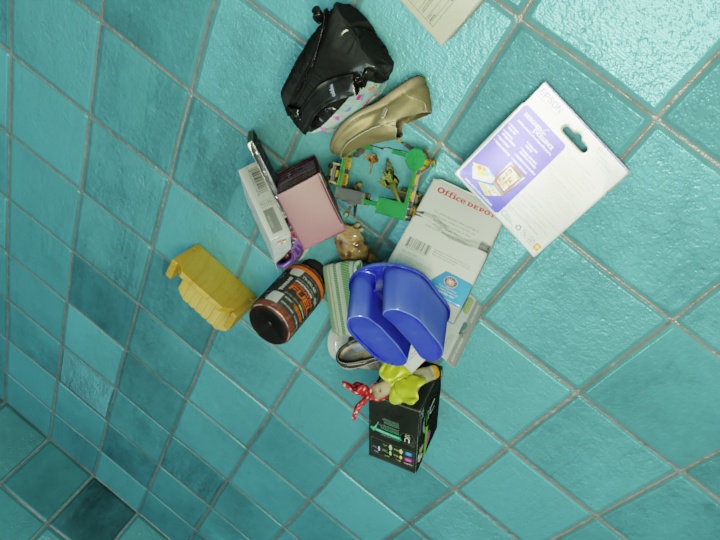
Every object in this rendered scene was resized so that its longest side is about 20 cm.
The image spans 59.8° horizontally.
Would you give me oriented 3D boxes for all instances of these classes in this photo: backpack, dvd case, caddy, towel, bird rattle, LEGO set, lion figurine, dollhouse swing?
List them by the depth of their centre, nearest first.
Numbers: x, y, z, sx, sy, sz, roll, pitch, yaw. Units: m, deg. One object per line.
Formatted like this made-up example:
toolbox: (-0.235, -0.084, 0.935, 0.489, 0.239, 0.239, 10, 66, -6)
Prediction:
caddy: (0.061, 0.065, 0.999, 0.139, 0.107, 0.200, -11, 139, 29)
backpack: (-0.041, -0.316, 1.049, 0.200, 0.125, 0.169, -43, 66, 39)
LEGO set: (0.048, -0.166, 1.145, 0.196, 0.115, 0.158, 8, 96, 22)
dvd case: (-0.177, -0.191, 1.206, 0.016, 0.200, 0.151, -26, 110, -1)
bird rattle: (0.069, 0.233, 1.236, 0.200, 0.161, 0.114, -45, 59, 43)
towel: (-0.029, 0.058, 1.261, 0.199, 0.023, 0.156, 170, 91, -70)
lion figurine: (0.000, 0.000, 1.294, 0.121, 0.072, 0.203, 27, 138, 30)
dollhouse swing: (-0.388, 0.076, 1.532, 0.199, 0.182, 0.176, 41, 113, -2)

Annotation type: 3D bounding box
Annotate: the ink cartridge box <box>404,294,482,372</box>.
ink cartridge box: (0.122, 0.085, 1.186, 0.175, 0.200, 0.084, 41, 132, -1)

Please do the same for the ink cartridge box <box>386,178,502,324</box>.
ink cartridge box: (0.145, -0.035, 1.081, 0.143, 0.202, 0.084, 26, 158, 12)

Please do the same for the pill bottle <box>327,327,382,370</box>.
pill bottle: (0.030, 0.159, 1.358, 0.196, 0.111, 0.113, 0, 122, 32)

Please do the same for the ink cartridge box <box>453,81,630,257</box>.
ink cartridge box: (0.287, -0.159, 1.004, 0.198, 0.043, 0.200, 44, 114, -4)

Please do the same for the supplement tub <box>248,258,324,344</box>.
supplement tub: (-0.144, 0.057, 1.334, 0.105, 0.201, 0.109, 16, 130, 20)

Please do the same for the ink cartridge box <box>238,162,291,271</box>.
ink cartridge box: (-0.185, -0.101, 1.266, 0.200, 0.049, 0.165, 94, 151, -74)

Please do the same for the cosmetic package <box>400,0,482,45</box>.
cosmetic package: (0.094, -0.447, 0.917, 0.200, 0.071, 0.105, 47, 132, -5)

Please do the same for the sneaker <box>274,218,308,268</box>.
sneaker: (-0.136, -0.079, 1.313, 0.080, 0.084, 0.202, 29, 131, 11)

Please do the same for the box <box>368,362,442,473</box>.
box: (0.099, 0.317, 1.399, 0.122, 0.149, 0.203, 14, 128, 21)

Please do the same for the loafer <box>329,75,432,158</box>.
loafer: (0.035, -0.244, 1.046, 0.198, 0.076, 0.068, -34, 84, 16)

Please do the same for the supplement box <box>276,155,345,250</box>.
supplement box: (-0.093, -0.129, 1.147, 0.084, 0.200, 0.112, -25, 110, 2)

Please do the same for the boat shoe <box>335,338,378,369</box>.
boat shoe: (0.040, 0.142, 1.237, 0.196, 0.066, 0.071, -19, 77, 6)
